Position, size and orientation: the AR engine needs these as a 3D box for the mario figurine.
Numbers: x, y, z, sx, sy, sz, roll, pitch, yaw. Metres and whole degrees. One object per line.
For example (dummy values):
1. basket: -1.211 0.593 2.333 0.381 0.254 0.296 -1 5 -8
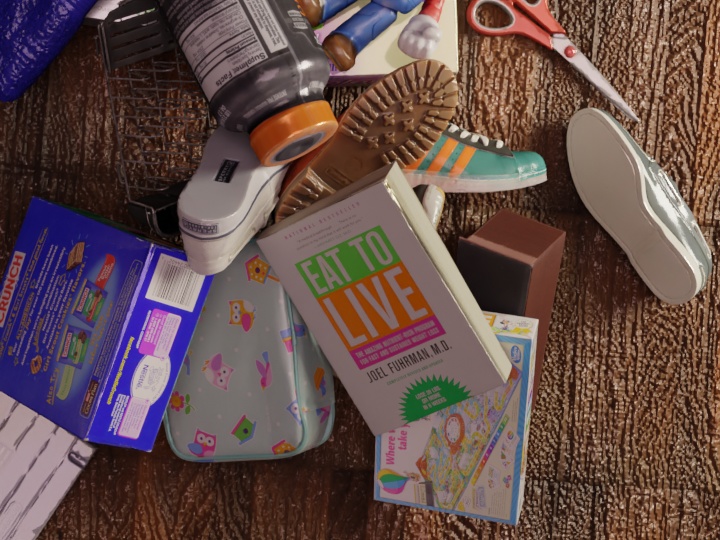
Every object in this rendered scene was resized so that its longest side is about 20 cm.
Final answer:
1. mario figurine: 0.039 -0.256 1.298 0.200 0.106 0.124 -36 128 4

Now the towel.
1. towel: -0.290 -0.264 1.358 0.148 0.050 0.200 45 102 17

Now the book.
1. book: 0.020 0.028 1.304 0.133 0.048 0.200 -25 105 24

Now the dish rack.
1. dish rack: -0.150 -0.144 1.353 0.153 0.054 0.201 -28 119 -43

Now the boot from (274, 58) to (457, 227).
1. boot: -0.001 -0.115 1.341 0.075 0.107 0.200 41 107 -20

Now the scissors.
1. scissors: 0.189 -0.216 1.456 0.199 0.014 0.073 30 87 -3

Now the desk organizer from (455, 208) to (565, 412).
1. desk organizer: 0.124 0.053 1.402 0.071 0.077 0.201 21 125 24

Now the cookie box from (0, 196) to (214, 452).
1. cookie box: -0.230 0.041 1.335 0.075 0.200 0.172 20 90 -44

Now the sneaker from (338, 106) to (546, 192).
1. sneaker: 0.071 -0.111 1.420 0.199 0.071 0.080 1 95 -4

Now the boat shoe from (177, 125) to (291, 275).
1. boat shoe: -0.101 -0.064 1.311 0.071 0.200 0.070 10 125 9

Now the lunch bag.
1. lunch bag: -0.109 0.066 1.386 0.160 0.077 0.201 -7 89 26

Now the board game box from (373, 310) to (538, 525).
1. board game box: 0.082 0.125 1.380 0.134 0.034 0.201 9 121 12

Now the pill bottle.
1. pill bottle: -0.093 -0.186 1.276 0.106 0.106 0.201 -27 82 -4

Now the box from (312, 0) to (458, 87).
1. box: -0.008 -0.267 1.397 0.175 0.097 0.201 -3 91 -5

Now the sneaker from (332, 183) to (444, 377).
1. sneaker: 0.000 0.000 1.396 0.087 0.076 0.200 32 107 3

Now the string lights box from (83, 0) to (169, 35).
1. string lights box: -0.189 -0.314 1.399 0.102 0.059 0.201 8 91 -4

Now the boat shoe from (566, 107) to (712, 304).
1. boat shoe: 0.260 -0.065 1.454 0.062 0.073 0.200 -28 86 -47

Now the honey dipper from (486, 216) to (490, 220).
1. honey dipper: 0.076 0.042 1.443 0.038 0.038 0.200 35 91 -5

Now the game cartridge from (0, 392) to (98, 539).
1. game cartridge: -0.344 0.206 1.412 0.129 0.038 0.200 35 88 -1
